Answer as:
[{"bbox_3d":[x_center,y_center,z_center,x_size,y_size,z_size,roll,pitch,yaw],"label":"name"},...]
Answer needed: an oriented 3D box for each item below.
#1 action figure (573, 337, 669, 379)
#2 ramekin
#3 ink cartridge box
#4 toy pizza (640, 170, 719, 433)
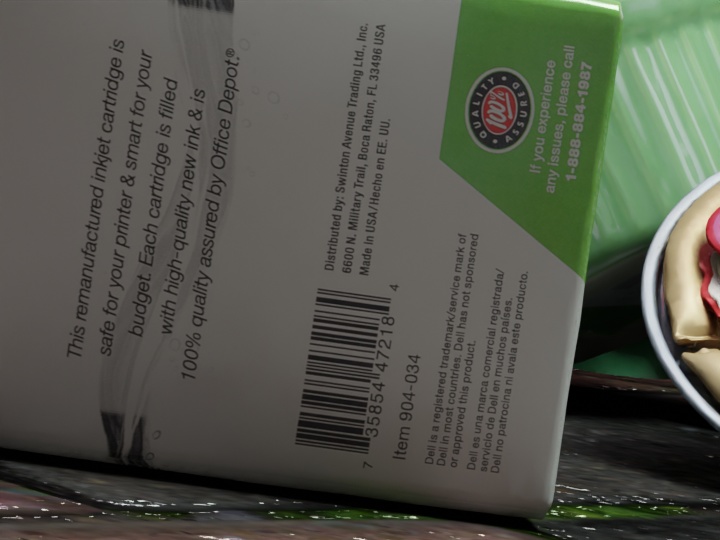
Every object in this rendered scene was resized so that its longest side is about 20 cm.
[{"bbox_3d":[0.202,0.019,1.303,0.199,0.119,0.055,17,16,-11],"label":"action figure"},{"bbox_3d":[0.103,-0.034,1.166,0.199,0.098,0.200,-23,-14,-6],"label":"ramekin"},{"bbox_3d":[-0.038,-0.018,0.799,0.199,0.146,0.084,8,3,-5],"label":"ink cartridge box"},{"bbox_3d":[0.197,0.009,0.970,0.199,0.032,0.201,2,41,-2],"label":"toy pizza"}]
